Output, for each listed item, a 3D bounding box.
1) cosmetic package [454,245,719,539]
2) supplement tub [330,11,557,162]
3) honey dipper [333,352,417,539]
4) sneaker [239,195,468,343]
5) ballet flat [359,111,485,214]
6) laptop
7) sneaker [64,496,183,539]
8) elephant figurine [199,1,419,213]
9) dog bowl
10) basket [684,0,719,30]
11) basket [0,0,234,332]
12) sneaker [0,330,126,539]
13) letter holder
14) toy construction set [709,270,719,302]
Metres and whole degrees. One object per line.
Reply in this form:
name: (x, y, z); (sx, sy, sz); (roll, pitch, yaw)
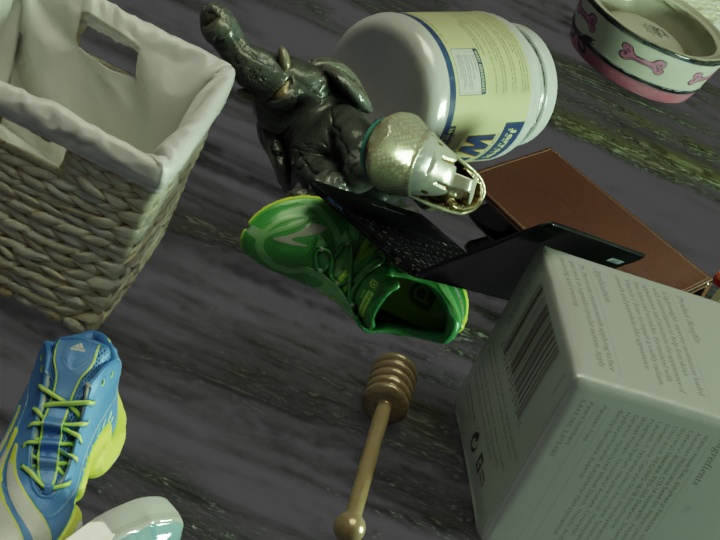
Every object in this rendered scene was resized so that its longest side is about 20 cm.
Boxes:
cosmetic package: (0.198, 0.114, 1.338); (0.198, 0.166, 0.165); (18, 32, -15)
supplement tub: (0.081, -0.174, 1.710); (0.199, 0.146, 0.145); (-9, 45, -46)
honey dipper: (0.007, 0.128, 1.296); (0.038, 0.038, 0.200); (26, 32, -3)
sneaker: (0.000, 0.000, 1.439); (0.198, 0.075, 0.084); (22, 17, -10)
ballet flat: (0.058, -0.084, 1.444); (0.062, 0.068, 0.200); (19, 1, 19)
laptop: (0.093, -0.039, 1.426); (0.200, 0.104, 0.177); (42, 14, 31)
sneaker: (-0.160, 0.202, 1.022); (0.082, 0.074, 0.199); (45, 42, 13)
elephant figurine: (-0.043, -0.133, 1.549); (0.141, 0.156, 0.200); (-24, 64, -27)
dog bowl: (0.339, -0.277, 2.149); (0.199, 0.074, 0.201); (20, 30, -12)
basket: (0.437, -0.428, 2.375); (0.199, 0.162, 0.199); (-1, 41, -37)
basket: (-0.223, -0.095, 1.312); (0.197, 0.162, 0.200); (26, 31, -2)
sneaker: (-0.196, 0.100, 1.095); (0.075, 0.106, 0.200); (9, 24, 5)
letter holder: (0.179, 0.000, 1.568); (0.200, 0.101, 0.142); (42, 35, 24)
toy construction set: (0.348, 0.083, 1.542); (0.091, 0.132, 0.200); (3, 38, -36)
